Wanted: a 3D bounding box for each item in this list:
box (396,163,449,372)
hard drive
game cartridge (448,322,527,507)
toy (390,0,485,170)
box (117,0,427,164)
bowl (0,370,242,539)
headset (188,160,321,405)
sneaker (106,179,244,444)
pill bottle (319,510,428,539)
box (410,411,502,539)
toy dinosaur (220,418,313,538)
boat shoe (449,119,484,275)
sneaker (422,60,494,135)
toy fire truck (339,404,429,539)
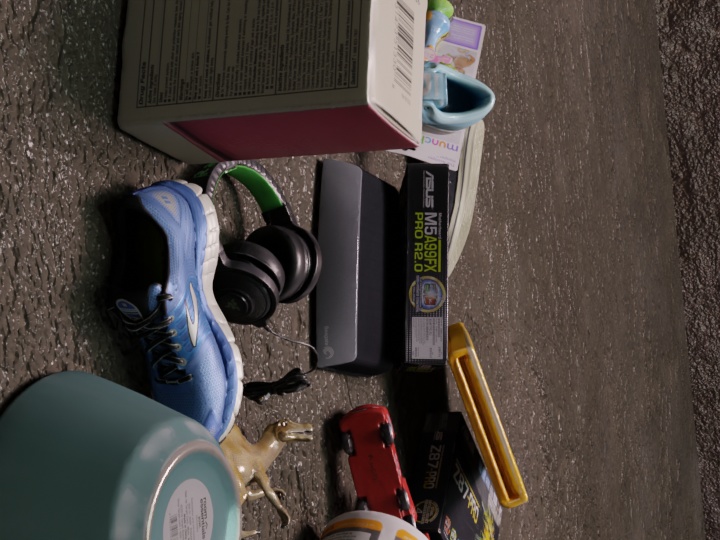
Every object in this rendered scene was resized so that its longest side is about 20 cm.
[{"bbox_3d":[0.063,0.002,1.408,0.160,0.044,0.201,95,-4,-82],"label":"box"},{"bbox_3d":[0.000,0.000,1.335,0.135,0.042,0.201,22,68,-65],"label":"hard drive"},{"bbox_3d":[0.134,0.154,1.513,0.200,0.032,0.177,-88,157,-85],"label":"game cartridge"},{"bbox_3d":[0.065,-0.207,1.412,0.047,0.115,0.200,110,-6,-55],"label":"toy"},{"bbox_3d":[-0.062,-0.156,0.999,0.109,0.199,0.128,28,63,-64],"label":"box"},{"bbox_3d":[-0.149,0.166,0.880,0.201,0.105,0.202,0,90,-64],"label":"bowl"},{"bbox_3d":[-0.092,0.008,1.113,0.123,0.094,0.201,-32,103,-59],"label":"headset"},{"bbox_3d":[-0.143,0.037,0.971,0.089,0.078,0.201,-8,86,-59],"label":"sneaker"},{"bbox_3d":[-0.007,0.320,1.199,0.200,0.116,0.117,-66,146,-44],"label":"pill bottle"},{"bbox_3d":[0.108,0.284,1.560,0.162,0.049,0.200,-76,152,-42],"label":"box"},{"bbox_3d":[-0.110,0.162,1.070,0.200,0.058,0.101,0,71,-55],"label":"toy dinosaur"},{"bbox_3d":[0.094,-0.080,1.547,0.075,0.062,0.201,-43,142,-67],"label":"boat shoe"},{"bbox_3d":[0.041,-0.177,1.302,0.199,0.082,0.074,1,80,-33],"label":"sneaker"},{"bbox_3d":[0.029,0.226,1.354,0.141,0.049,0.201,-23,98,-85],"label":"toy fire truck"}]
